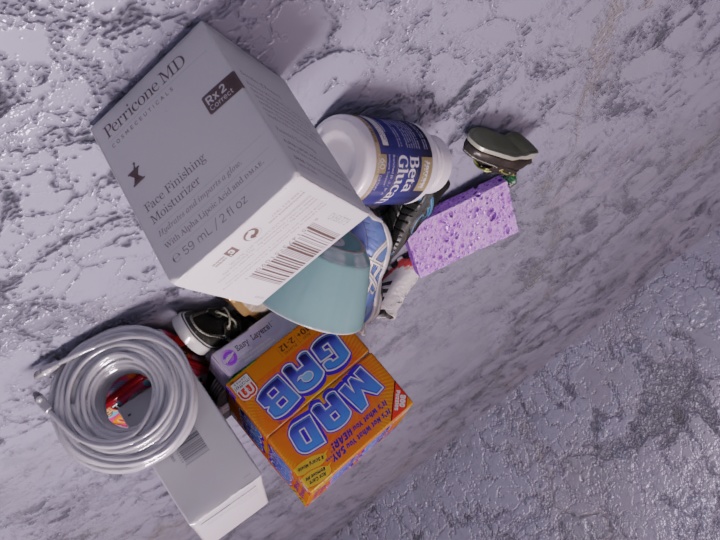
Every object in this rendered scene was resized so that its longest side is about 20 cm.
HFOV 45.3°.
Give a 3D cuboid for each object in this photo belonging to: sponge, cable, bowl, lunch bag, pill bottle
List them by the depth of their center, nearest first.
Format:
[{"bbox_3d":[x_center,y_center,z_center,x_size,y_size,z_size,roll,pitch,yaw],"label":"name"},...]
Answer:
[{"bbox_3d":[0.032,-0.142,1.132,0.199,0.112,0.111,-6,145,-50],"label":"pill bottle"},{"bbox_3d":[-0.319,0.176,1.174,0.199,0.201,0.069,-34,163,-10],"label":"cable"},{"bbox_3d":[-0.065,-0.008,1.203,0.200,0.200,0.106,0,122,-54],"label":"bowl"},{"bbox_3d":[-0.310,0.159,1.323,0.176,0.082,0.200,-39,160,2],"label":"lunch bag"},{"bbox_3d":[0.171,-0.074,1.488,0.199,0.030,0.112,-26,127,-7],"label":"sponge"}]

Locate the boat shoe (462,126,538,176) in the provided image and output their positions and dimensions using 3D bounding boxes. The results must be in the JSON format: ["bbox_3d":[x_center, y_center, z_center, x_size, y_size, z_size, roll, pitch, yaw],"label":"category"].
[{"bbox_3d":[0.214,-0.180,1.360,0.200,0.072,0.061,-6,142,-54],"label":"boat shoe"}]

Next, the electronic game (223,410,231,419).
[{"bbox_3d":[-0.292,0.255,1.499,0.199,0.042,0.200,-26,-173,3],"label":"electronic game"}]

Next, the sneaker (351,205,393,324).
[{"bbox_3d":[0.000,0.000,1.328,0.077,0.075,0.202,-30,128,-53],"label":"sneaker"}]

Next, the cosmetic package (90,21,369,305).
[{"bbox_3d":[-0.129,-0.100,0.872,0.164,0.201,0.165,-39,158,13],"label":"cosmetic package"}]

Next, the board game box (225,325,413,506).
[{"bbox_3d":[-0.068,0.213,1.339,0.200,0.200,0.200,-38,168,-18],"label":"board game box"}]

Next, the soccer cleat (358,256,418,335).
[{"bbox_3d":[0.059,0.042,1.581,0.199,0.086,0.069,-32,158,-5],"label":"soccer cleat"}]

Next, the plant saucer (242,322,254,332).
[{"bbox_3d":[-0.150,0.109,1.498,0.199,0.032,0.201,-30,157,-14],"label":"plant saucer"}]

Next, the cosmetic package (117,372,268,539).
[{"bbox_3d":[-0.241,0.278,1.282,0.122,0.200,0.200,-32,161,-18],"label":"cosmetic package"}]

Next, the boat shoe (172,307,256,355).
[{"bbox_3d":[-0.217,0.083,1.311,0.063,0.071,0.200,-37,166,9],"label":"boat shoe"}]

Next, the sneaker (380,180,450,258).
[{"bbox_3d":[0.071,-0.078,1.370,0.081,0.074,0.200,-11,150,-46],"label":"sneaker"}]

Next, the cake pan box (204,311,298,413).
[{"bbox_3d":[-0.161,0.134,1.368,0.199,0.052,0.185,-35,164,-30],"label":"cake pan box"}]

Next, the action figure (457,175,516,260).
[{"bbox_3d":[0.213,-0.101,1.554,0.118,0.055,0.200,-2,138,-48],"label":"action figure"}]

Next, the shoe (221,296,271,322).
[{"bbox_3d":[-0.170,0.034,1.279,0.054,0.070,0.200,-52,167,-5],"label":"shoe"}]
